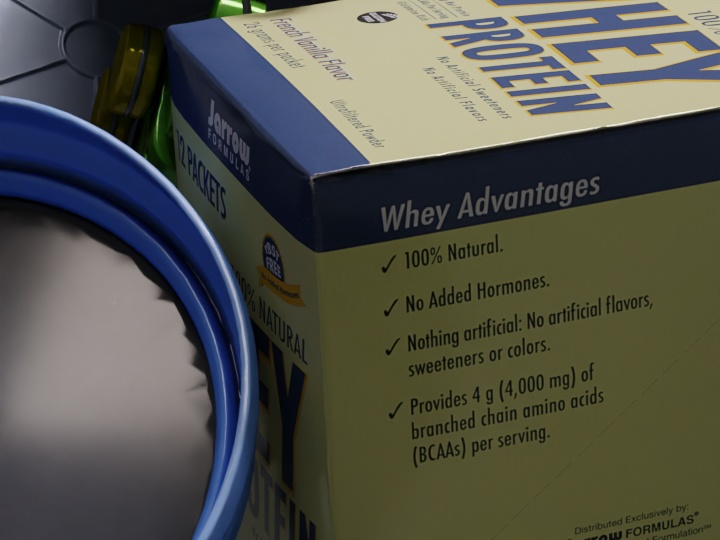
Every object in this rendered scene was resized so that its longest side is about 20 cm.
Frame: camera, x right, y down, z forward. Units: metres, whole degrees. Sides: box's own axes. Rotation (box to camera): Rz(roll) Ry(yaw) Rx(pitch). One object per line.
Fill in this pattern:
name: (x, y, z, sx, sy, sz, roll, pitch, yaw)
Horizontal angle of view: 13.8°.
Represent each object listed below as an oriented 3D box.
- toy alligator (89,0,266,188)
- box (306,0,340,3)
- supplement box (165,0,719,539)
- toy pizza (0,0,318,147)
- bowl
toy alligator: (-0.050, -0.050, 0.950, 0.059, 0.054, 0.200, 13, -18, -11)
box: (-0.044, -0.128, 1.010, 0.142, 0.036, 0.200, 11, 13, 1)
supplement box: (0.060, 0.025, 0.881, 0.199, 0.200, 0.134, -11, 25, -17)
toy pizza: (-0.099, -0.072, 1.082, 0.200, 0.032, 0.201, 9, 55, -13)
bowl: (-0.124, 0.047, 0.823, 0.200, 0.039, 0.201, -5, 62, 9)
